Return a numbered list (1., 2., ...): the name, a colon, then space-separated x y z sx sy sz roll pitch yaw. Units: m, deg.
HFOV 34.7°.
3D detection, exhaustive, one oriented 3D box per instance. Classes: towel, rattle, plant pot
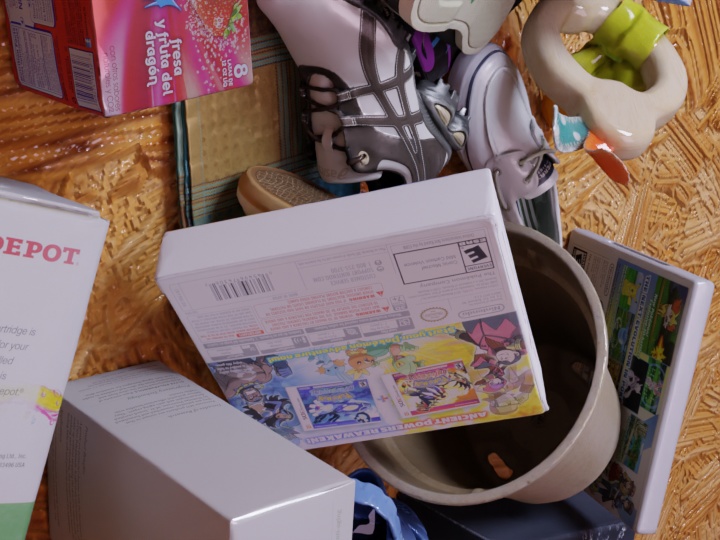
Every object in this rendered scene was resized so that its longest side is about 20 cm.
1. towel: -0.057 -0.083 0.738 0.146 0.022 0.202 -19 116 -39
2. rattle: 0.148 -0.099 0.815 0.129 0.143 0.202 29 48 -23
3. plant pot: 0.108 0.090 0.860 0.202 0.199 0.183 -61 147 -7

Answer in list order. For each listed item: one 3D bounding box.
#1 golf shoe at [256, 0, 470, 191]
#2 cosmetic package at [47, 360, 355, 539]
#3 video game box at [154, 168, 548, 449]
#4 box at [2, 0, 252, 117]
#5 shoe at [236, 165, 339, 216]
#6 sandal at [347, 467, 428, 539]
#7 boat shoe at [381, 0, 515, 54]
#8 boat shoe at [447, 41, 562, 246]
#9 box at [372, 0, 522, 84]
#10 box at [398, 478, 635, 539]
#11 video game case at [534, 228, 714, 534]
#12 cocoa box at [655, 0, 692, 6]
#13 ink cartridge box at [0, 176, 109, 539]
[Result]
1. golf shoe: -0.005 -0.105 0.712 0.200 0.077 0.095 39 77 -42
2. cosmetic package: -0.098 0.137 0.650 0.084 0.199 0.109 -11 113 -40
3. video game box: 0.002 0.034 0.701 0.047 0.198 0.183 -88 163 -45
4. box: -0.124 -0.189 0.576 0.095 0.099 0.202 -20 118 -38
5. shoe: 0.000 0.000 0.739 0.199 0.070 0.054 30 107 -25
6. sandal: 0.007 0.181 0.812 0.200 0.078 0.088 7 83 -83
7. boat shoe: 0.052 -0.181 0.708 0.072 0.067 0.200 -58 163 16
8. boat shoe: 0.119 -0.081 0.854 0.074 0.066 0.201 -46 141 -20
9. box: 0.050 -0.245 0.771 0.143 0.036 0.201 -44 129 -23
10. box: 0.117 0.291 0.977 0.195 0.117 0.202 2 102 -44
11. video game case: 0.205 0.083 0.942 0.022 0.182 0.202 6 102 -22
12. cocoa box: 0.127 -0.261 0.718 0.199 0.133 0.133 8 102 -46
13. ink cartridge box: -0.227 0.047 0.573 0.144 0.087 0.202 11 99 -46
